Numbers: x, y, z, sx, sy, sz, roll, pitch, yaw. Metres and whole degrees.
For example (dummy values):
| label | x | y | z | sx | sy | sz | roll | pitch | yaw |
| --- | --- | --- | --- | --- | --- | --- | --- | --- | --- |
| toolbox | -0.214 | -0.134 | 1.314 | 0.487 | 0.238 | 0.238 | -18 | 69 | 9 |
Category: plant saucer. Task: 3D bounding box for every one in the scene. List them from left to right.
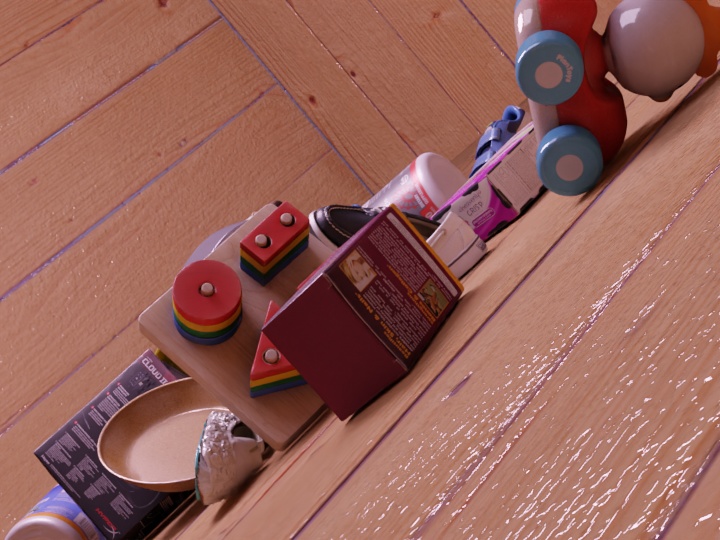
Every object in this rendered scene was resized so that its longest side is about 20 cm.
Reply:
| label | x | y | z | sx | sy | sz | roll | pitch | yaw |
| --- | --- | --- | --- | --- | --- | --- | --- | --- | --- |
| plant saucer | -0.187 | 0.184 | 1.651 | 0.197 | 0.036 | 0.201 | -9 | 29 | 5 |

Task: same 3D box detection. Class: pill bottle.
| label | x | y | z | sx | sy | sz | roll | pitch | yaw |
| --- | --- | --- | --- | --- | --- | --- | --- | --- | --- |
| pill bottle | -0.353 | 0.320 | 1.850 | 0.112 | 0.112 | 0.200 | -40 | 3 | 15 |
| pill bottle | 0.050 | -0.047 | 1.922 | 0.200 | 0.116 | 0.116 | -41 | 3 | 26 |

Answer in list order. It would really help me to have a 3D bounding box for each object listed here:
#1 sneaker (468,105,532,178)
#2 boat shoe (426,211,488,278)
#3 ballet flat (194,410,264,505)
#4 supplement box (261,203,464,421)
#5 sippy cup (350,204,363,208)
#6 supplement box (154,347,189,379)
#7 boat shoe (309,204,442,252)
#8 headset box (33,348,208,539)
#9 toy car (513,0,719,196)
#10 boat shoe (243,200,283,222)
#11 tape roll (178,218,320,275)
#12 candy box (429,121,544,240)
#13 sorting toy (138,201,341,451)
| label | x | y | z | sx | sy | sz | roll | pitch | yaw |
| --- | --- | --- | --- | --- | --- | --- | --- | --- | --- |
| sneaker | 0.181 | -0.147 | 2.005 | 0.074 | 0.082 | 0.200 | -36 | 8 | 48 |
| boat shoe | 0.039 | 0.015 | 1.591 | 0.200 | 0.070 | 0.071 | -40 | 3 | 16 |
| ballet flat | -0.127 | 0.176 | 1.489 | 0.072 | 0.072 | 0.200 | -41 | 9 | 4 |
| supplement box | 0.007 | 0.033 | 1.353 | 0.085 | 0.111 | 0.200 | -40 | 3 | 27 |
| sippy cup | 0.000 | 0.000 | 1.745 | 0.140 | 0.131 | 0.178 | -44 | 5 | -41 |
| supplement box | -0.181 | 0.090 | 1.838 | 0.110 | 0.108 | 0.200 | -61 | 5 | -34 |
| boat shoe | 0.031 | -0.041 | 1.631 | 0.199 | 0.076 | 0.060 | 13 | -47 | -44 |
| headset box | -0.252 | 0.204 | 1.749 | 0.200 | 0.149 | 0.077 | -43 | -16 | -15 |
| toy car | 0.250 | -0.186 | 1.401 | 0.197 | 0.179 | 0.185 | -11 | 24 | 11 |
| boat shoe | -0.076 | 0.012 | 1.827 | 0.076 | 0.201 | 0.072 | -28 | 15 | 21 |
| tape roll | -0.099 | 0.044 | 1.620 | 0.200 | 0.201 | 0.066 | -43 | 16 | -30 |
| candy box | 0.176 | -0.110 | 1.729 | 0.200 | 0.061 | 0.136 | -43 | 3 | -38 |
| sorting toy | -0.083 | 0.038 | 1.489 | 0.199 | 0.199 | 0.070 | -43 | -20 | -27 |
